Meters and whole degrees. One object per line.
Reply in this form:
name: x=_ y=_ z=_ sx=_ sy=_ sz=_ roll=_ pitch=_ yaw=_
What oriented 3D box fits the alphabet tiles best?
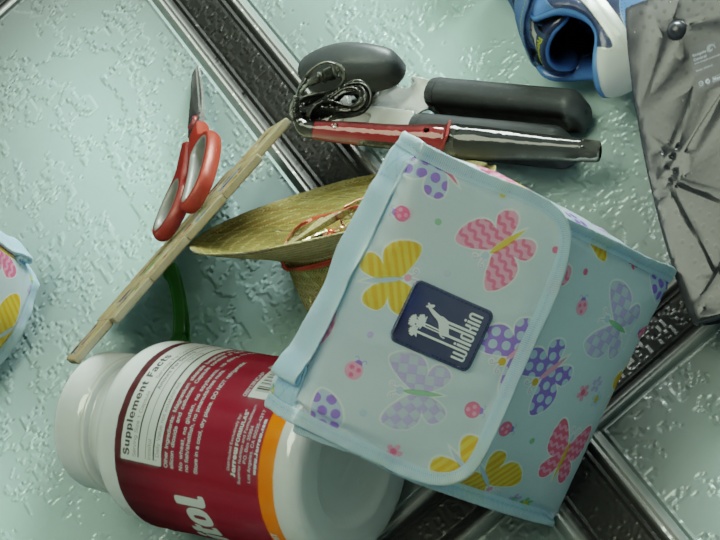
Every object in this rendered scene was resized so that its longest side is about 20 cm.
alphabet tiles: x=-0.116 y=-0.017 z=1.596 sx=0.200 sy=0.006 sz=0.166 roll=-49 pitch=6 yaw=-8

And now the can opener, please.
can opener: x=0.046 y=-0.104 z=1.578 sx=0.199 sy=0.067 sz=0.053 roll=8 pitch=65 yaw=38

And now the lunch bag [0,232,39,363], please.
lunch bag: x=-0.330 y=0.024 z=1.666 sx=0.200 sy=0.170 sz=0.127 roll=-43 pitch=50 yaw=6

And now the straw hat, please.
straw hat: x=0.000 y=0.000 z=1.519 sx=0.200 sy=0.085 sz=0.201 roll=-16 pitch=10 yaw=3

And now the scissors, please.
scissors: x=-0.104 y=-0.094 z=1.664 sx=0.073 sy=0.014 sz=0.200 roll=-52 pitch=18 yaw=37

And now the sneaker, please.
sneaker: x=0.121 y=-0.169 z=1.558 sx=0.082 sy=0.074 sz=0.200 roll=-40 pitch=43 yaw=-13

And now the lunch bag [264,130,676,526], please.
lunch bag: x=0.054 y=0.032 z=1.365 sx=0.127 sy=0.200 sz=0.170 roll=28 pitch=92 yaw=44

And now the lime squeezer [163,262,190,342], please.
lime squeezer: x=-0.079 y=0.056 z=1.585 sx=0.071 sy=0.038 sz=0.200 roll=-30 pitch=37 yaw=-31

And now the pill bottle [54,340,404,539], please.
pill bottle: x=-0.081 y=0.102 z=1.491 sx=0.199 sy=0.113 sz=0.113 roll=8 pitch=65 yaw=38

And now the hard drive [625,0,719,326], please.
hard drive: x=0.228 y=-0.075 z=1.423 sx=0.135 sy=0.042 sz=0.201 roll=-19 pitch=66 yaw=23

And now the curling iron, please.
curling iron: x=0.048 y=-0.089 z=1.525 sx=0.199 sy=0.026 sz=0.050 roll=12 pitch=90 yaw=19
